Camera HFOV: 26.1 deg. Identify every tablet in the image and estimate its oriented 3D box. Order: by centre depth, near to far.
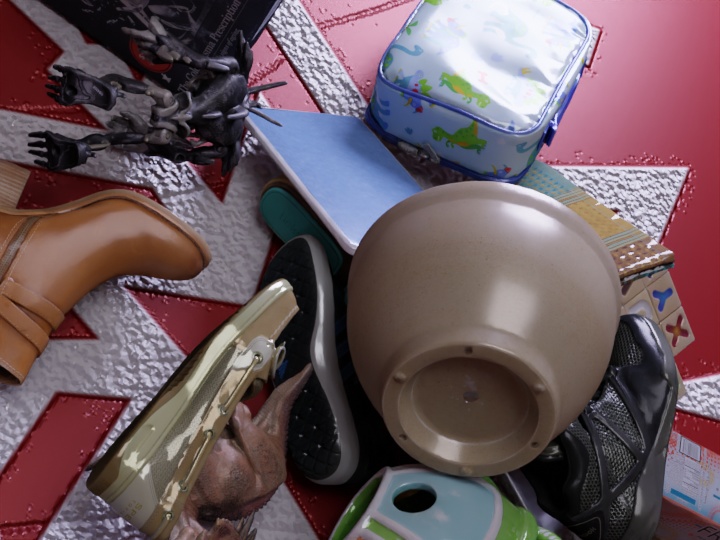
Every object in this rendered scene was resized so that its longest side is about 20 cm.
[{"bbox_3d":[-0.006,-0.071,1.236,0.130,0.014,0.200,1,37,-38],"label":"tablet"}]

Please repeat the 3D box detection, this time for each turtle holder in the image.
[{"bbox_3d":[0.057,0.192,1.093,0.132,0.141,0.186,37,63,-4],"label":"turtle holder"}]

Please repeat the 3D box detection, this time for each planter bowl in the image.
[{"bbox_3d":[0.080,0.057,1.082,0.200,0.200,0.135,29,35,-10],"label":"planter bowl"}]

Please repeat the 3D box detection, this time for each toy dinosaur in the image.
[{"bbox_3d":[-0.094,0.147,1.081,0.200,0.086,0.136,-31,80,-41],"label":"toy dinosaur"}]

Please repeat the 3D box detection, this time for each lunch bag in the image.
[{"bbox_3d":[0.107,-0.169,1.348,0.161,0.083,0.200,23,49,9],"label":"lunch bag"}]

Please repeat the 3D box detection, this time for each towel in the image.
[{"bbox_3d":[0.138,-0.026,1.251,0.146,0.022,0.200,-19,33,-20],"label":"towel"}]

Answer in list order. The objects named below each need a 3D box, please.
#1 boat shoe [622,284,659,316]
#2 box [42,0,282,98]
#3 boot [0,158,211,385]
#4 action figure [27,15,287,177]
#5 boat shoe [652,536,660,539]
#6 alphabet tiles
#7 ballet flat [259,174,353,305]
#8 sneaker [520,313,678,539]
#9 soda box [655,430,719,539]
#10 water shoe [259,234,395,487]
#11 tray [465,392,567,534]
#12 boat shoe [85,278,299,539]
[{"bbox_3d":[0.164,0.023,1.284,0.200,0.060,0.076,-6,69,-40],"label":"boat shoe"},{"bbox_3d":[-0.143,-0.255,1.213,0.182,0.200,0.104,35,53,-5],"label":"box"},{"bbox_3d":[-0.216,0.014,1.101,0.200,0.074,0.155,15,55,-5],"label":"boot"},{"bbox_3d":[-0.152,-0.129,1.168,0.102,0.119,0.200,31,29,35],"label":"action figure"},{"bbox_3d":[0.164,0.260,1.168,0.200,0.072,0.068,-28,112,-45],"label":"boat shoe"},{"bbox_3d":[0.199,0.059,1.264,0.200,0.006,0.167,-32,105,-36],"label":"alphabet tiles"},{"bbox_3d":[0.000,0.000,1.228,0.200,0.069,0.063,54,39,8],"label":"ballet flat"},{"bbox_3d":[0.178,0.109,1.188,0.114,0.076,0.200,26,60,-21],"label":"sneaker"},{"bbox_3d":[0.300,0.204,1.254,0.200,0.068,0.064,28,53,-18],"label":"soda box"},{"bbox_3d":[-0.026,0.071,1.182,0.079,0.071,0.200,19,55,-46],"label":"water shoe"},{"bbox_3d":[0.120,0.116,1.240,0.107,0.022,0.200,-13,69,-48],"label":"tray"},{"bbox_3d":[-0.096,0.087,1.017,0.063,0.073,0.201,43,52,-6],"label":"boat shoe"}]
